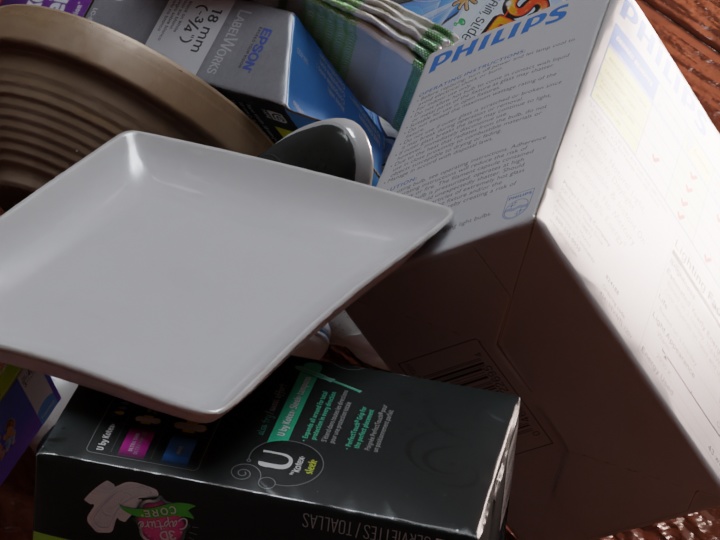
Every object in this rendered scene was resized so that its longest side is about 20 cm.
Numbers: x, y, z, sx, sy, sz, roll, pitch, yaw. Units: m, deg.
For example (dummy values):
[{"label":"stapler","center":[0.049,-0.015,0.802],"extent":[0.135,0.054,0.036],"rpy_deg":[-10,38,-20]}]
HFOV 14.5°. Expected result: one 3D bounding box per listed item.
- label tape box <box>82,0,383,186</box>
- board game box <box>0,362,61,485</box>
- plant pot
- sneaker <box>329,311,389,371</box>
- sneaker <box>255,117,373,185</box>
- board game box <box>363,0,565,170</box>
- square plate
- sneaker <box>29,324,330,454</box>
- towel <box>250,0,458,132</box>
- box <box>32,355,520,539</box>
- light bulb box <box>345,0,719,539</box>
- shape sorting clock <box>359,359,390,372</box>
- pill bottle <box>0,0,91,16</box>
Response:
[{"label":"label tape box","center":[-0.051,-0.096,1.653],"extent":[0.200,0.144,0.063],"rpy_deg":[18,71,31]},{"label":"board game box","center":[-0.251,0.103,1.316],"extent":[0.134,0.045,0.200],"rpy_deg":[20,62,25]},{"label":"plant pot","center":[-0.150,-0.061,1.643],"extent":[0.201,0.201,0.093],"rpy_deg":[21,73,26]},{"label":"sneaker","center":[0.000,0.000,1.564],"extent":[0.200,0.089,0.075],"rpy_deg":[5,45,27]},{"label":"sneaker","center":[-0.082,-0.016,1.517],"extent":[0.099,0.200,0.071],"rpy_deg":[-4,64,-51]},{"label":"board game box","center":[0.034,-0.114,1.751],"extent":[0.135,0.034,0.200],"rpy_deg":[32,73,31]},{"label":"square plate","center":[-0.089,0.004,1.320],"extent":[0.200,0.028,0.198],"rpy_deg":[15,35,31]},{"label":"sneaker","center":[-0.097,0.066,1.503],"extent":[0.200,0.073,0.071],"rpy_deg":[-13,58,-31]},{"label":"towel","center":[-0.043,-0.144,1.646],"extent":[0.200,0.149,0.031],"rpy_deg":[27,73,4]},{"label":"box","center":[-0.039,0.129,1.294],"extent":[0.200,0.149,0.124],"rpy_deg":[9,29,8]},{"label":"light bulb box","center":[0.109,-0.001,1.441],"extent":[0.125,0.198,0.200],"rpy_deg":[-18,31,31]},{"label":"shape sorting clock","center":[0.094,0.029,1.617],"extent":[0.200,0.039,0.200],"rpy_deg":[-2,35,2]},{"label":"pill bottle","center":[-0.194,-0.144,1.801],"extent":[0.200,0.111,0.111],"rpy_deg":[13,28,29]}]
